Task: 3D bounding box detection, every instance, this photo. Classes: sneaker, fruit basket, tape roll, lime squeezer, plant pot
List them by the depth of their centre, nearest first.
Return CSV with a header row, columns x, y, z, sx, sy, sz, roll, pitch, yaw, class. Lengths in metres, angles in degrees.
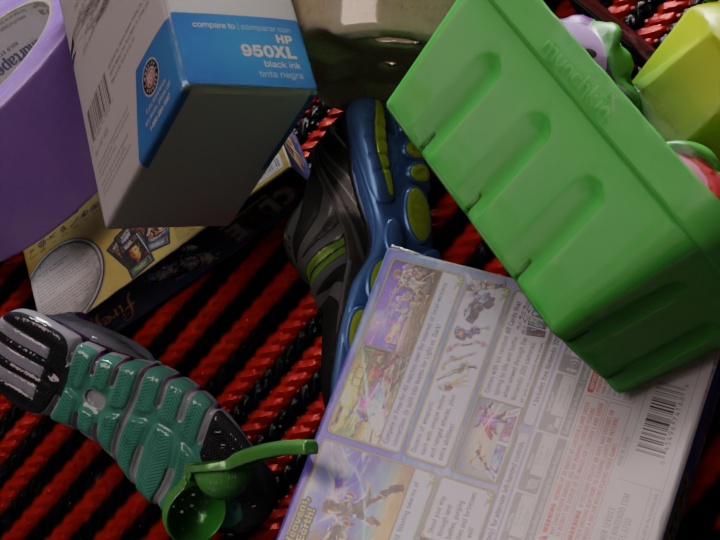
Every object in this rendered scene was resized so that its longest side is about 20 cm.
x,y,z,sx,sy,sz,roll,pitch,yaw,class
0.145,-0.070,0.744,0.214,0.155,0.217,-12,63,25,fruit basket
-0.077,0.127,0.828,0.071,0.037,0.201,-99,31,-45,lime squeezer
0.000,0.000,0.900,0.083,0.070,0.201,-32,50,43,sneaker
0.020,-0.197,0.924,0.199,0.200,0.185,-6,73,31,plant pot
-0.119,0.076,0.926,0.199,0.087,0.075,33,109,16,sneaker
-0.229,-0.103,1.048,0.199,0.085,0.201,-29,32,20,tape roll

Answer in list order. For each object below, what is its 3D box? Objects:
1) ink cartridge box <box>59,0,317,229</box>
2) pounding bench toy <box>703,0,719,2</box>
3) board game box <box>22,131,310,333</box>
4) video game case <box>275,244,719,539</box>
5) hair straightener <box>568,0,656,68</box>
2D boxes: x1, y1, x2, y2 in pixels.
x,y,z,sx,sy,sz,roll,pitch,yaw,class
-0.108,-0.146,0.907,0.145,0.084,0.201,-49,50,51,ink cartridge box
0.198,-0.193,0.825,0.199,0.124,0.157,-32,51,29,pounding bench toy
-0.132,-0.049,1.027,0.199,0.035,0.136,-34,51,14,board game box
0.065,0.104,0.774,0.180,0.045,0.201,15,72,22,video game case
0.148,-0.082,0.862,0.077,0.041,0.200,-45,53,4,hair straightener
